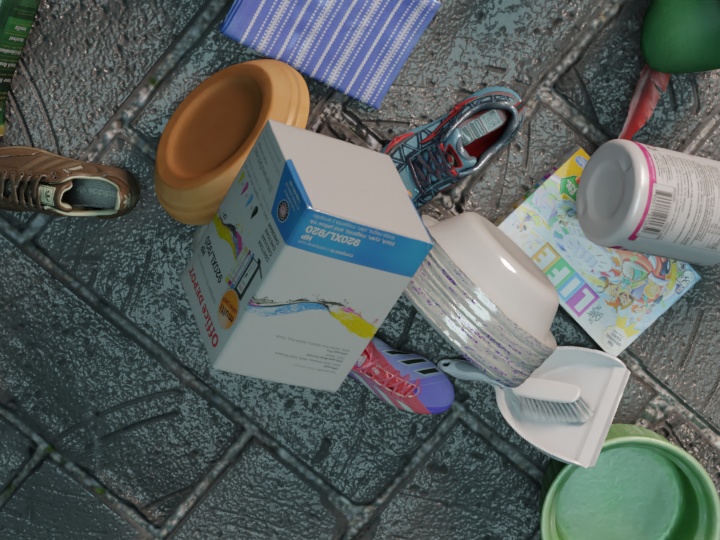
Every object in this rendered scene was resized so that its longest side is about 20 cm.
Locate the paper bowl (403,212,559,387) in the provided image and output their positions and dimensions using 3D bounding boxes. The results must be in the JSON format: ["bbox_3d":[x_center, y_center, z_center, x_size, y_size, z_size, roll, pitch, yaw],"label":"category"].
[{"bbox_3d":[0.129,0.018,1.654,0.201,0.201,0.104,41,101,-8],"label":"paper bowl"}]

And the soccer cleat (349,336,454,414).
[{"bbox_3d":[0.016,0.103,1.732,0.200,0.076,0.067,34,98,-6],"label":"soccer cleat"}]

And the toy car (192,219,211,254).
[{"bbox_3d":[-0.094,-0.062,1.671,0.200,0.175,0.150,-39,62,13],"label":"toy car"}]

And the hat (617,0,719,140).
[{"bbox_3d":[0.296,-0.239,1.640,0.175,0.166,0.201,-19,72,12],"label":"hat"}]

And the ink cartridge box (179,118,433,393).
[{"bbox_3d":[-0.056,-0.010,1.505,0.144,0.147,0.200,14,122,-31],"label":"ink cartridge box"}]

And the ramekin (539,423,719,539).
[{"bbox_3d":[0.294,0.268,1.758,0.199,0.098,0.201,0,101,-1],"label":"ramekin"}]

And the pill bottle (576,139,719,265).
[{"bbox_3d":[0.338,-0.067,1.665,0.199,0.113,0.114,10,101,-27],"label":"pill bottle"}]

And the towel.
[{"bbox_3d":[-0.032,-0.267,1.655,0.199,0.024,0.145,24,116,-19],"label":"towel"}]

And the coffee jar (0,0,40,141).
[{"bbox_3d":[-0.411,-0.215,1.655,0.104,0.085,0.201,19,100,15],"label":"coffee jar"}]

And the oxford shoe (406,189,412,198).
[{"bbox_3d":[0.000,0.000,1.621,0.071,0.073,0.200,5,133,-40],"label":"oxford shoe"}]

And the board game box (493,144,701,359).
[{"bbox_3d":[0.259,-0.020,1.738,0.134,0.034,0.200,-44,98,6],"label":"board game box"}]

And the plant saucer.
[{"bbox_3d":[-0.141,-0.140,1.629,0.200,0.200,0.037,-45,130,6],"label":"plant saucer"}]

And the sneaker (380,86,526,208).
[{"bbox_3d":[0.089,-0.129,1.683,0.200,0.096,0.079,-38,98,5],"label":"sneaker"}]

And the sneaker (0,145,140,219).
[{"bbox_3d":[-0.337,-0.093,1.689,0.199,0.076,0.071,3,100,-2],"label":"sneaker"}]

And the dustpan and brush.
[{"bbox_3d":[0.179,0.131,1.736,0.199,0.140,0.057,8,146,31],"label":"dustpan and brush"}]
